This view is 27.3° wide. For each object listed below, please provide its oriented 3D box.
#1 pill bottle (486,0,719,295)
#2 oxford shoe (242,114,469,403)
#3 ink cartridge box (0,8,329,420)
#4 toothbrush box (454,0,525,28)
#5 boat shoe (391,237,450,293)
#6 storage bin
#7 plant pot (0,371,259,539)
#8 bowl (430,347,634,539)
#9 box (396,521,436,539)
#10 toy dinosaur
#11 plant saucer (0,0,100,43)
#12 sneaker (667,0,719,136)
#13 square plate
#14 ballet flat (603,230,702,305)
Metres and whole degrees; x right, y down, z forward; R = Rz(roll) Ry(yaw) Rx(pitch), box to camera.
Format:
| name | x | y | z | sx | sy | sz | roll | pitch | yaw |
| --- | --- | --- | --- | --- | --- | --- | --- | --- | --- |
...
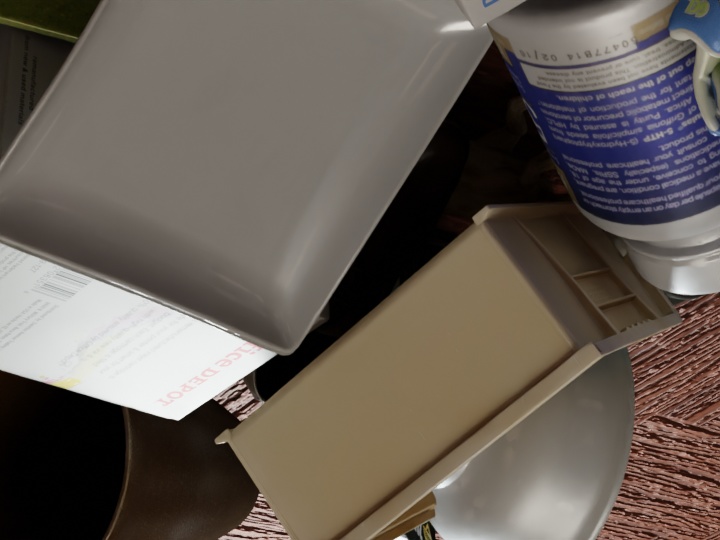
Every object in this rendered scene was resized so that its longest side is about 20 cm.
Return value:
| name | x | y | z | sx | sy | sz | roll | pitch | yaw |
| --- | --- | --- | --- | --- | --- | --- | --- | --- | --- |
| pill bottle | 0.144 | -0.085 | 0.725 | 0.119 | 0.120 | 0.200 | -17 | 131 | 19 |
| oxford shoe | 0.000 | 0.000 | 0.829 | 0.073 | 0.085 | 0.200 | 22 | 117 | -29 |
| ink cartridge box | -0.138 | -0.031 | 0.794 | 0.200 | 0.145 | 0.147 | 22 | 140 | -36 |
| toothbrush box | 0.092 | -0.205 | 0.553 | 0.200 | 0.085 | 0.146 | -30 | 144 | 7 |
| boat shoe | 0.007 | -0.001 | 0.928 | 0.199 | 0.074 | 0.068 | 18 | 143 | -34 |
| storage bin | 0.055 | 0.060 | 0.816 | 0.200 | 0.094 | 0.198 | -42 | 166 | 21 |
| plant pot | -0.166 | 0.140 | 1.065 | 0.187 | 0.188 | 0.200 | -24 | 158 | 29 |
| bowl | 0.088 | 0.105 | 0.993 | 0.090 | 0.202 | 0.201 | 16 | 143 | -23 |
| box | 0.008 | 0.118 | 1.039 | 0.049 | 0.160 | 0.200 | -9 | 149 | 12 |
| toy dinosaur | 0.079 | -0.060 | 0.859 | 0.101 | 0.058 | 0.200 | -27 | 142 | 34 |
| plant saucer | -0.106 | -0.180 | 0.650 | 0.199 | 0.048 | 0.200 | 12 | 145 | -25 |
| sneaker | 0.182 | -0.075 | 0.634 | 0.077 | 0.076 | 0.200 | -48 | 134 | -8 |
| square plate | -0.052 | -0.074 | 0.674 | 0.198 | 0.028 | 0.200 | 26 | 100 | -42 |
| ballet flat | 0.208 | -0.015 | 0.949 | 0.199 | 0.068 | 0.069 | -10 | 140 | -11 |
